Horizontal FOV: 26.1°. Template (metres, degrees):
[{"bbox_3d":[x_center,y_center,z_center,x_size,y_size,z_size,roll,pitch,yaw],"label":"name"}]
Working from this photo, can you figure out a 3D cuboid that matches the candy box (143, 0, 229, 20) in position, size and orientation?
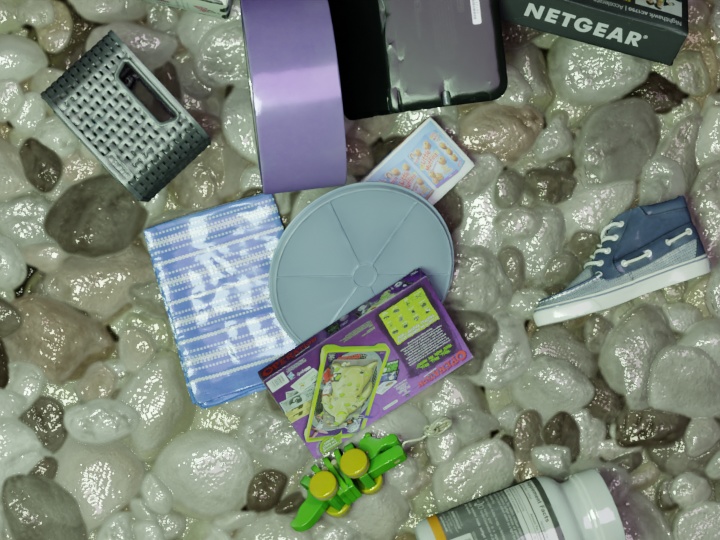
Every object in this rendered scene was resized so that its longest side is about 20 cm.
[{"bbox_3d":[-0.223,-0.306,1.549,0.200,0.136,0.061,13,92,-6],"label":"candy box"}]

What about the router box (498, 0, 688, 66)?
[{"bbox_3d":[0.233,-0.298,1.586,0.200,0.051,0.149,14,50,-6],"label":"router box"}]

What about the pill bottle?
[{"bbox_3d":[0.166,0.282,1.615,0.200,0.116,0.117,-19,94,-4],"label":"pill bottle"}]

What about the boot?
[{"bbox_3d":[0.264,-0.010,1.639,0.200,0.073,0.090,-18,87,-12],"label":"boot"}]

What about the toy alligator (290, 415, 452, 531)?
[{"bbox_3d":[0.002,0.198,1.631,0.200,0.059,0.054,-36,54,-2],"label":"toy alligator"}]

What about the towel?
[{"bbox_3d":[-0.133,0.032,1.627,0.145,0.024,0.200,-17,93,-4],"label":"towel"}]

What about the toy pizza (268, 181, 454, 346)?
[{"bbox_3d":[0.000,0.000,1.604,0.200,0.032,0.200,-7,115,-16],"label":"toy pizza"}]

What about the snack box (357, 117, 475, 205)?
[{"bbox_3d":[0.024,-0.068,1.634,0.200,0.024,0.072,-43,95,-2],"label":"snack box"}]

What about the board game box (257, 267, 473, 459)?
[{"bbox_3d":[0.007,0.098,1.615,0.200,0.032,0.120,-32,116,-3],"label":"board game box"}]

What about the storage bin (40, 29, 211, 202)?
[{"bbox_3d":[-0.226,-0.146,1.522,0.094,0.200,0.135,-43,95,-1],"label":"storage bin"}]

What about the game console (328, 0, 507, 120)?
[{"bbox_3d":[0.051,-0.261,1.568,0.176,0.116,0.200,-7,95,5],"label":"game console"}]

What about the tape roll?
[{"bbox_3d":[-0.067,-0.178,1.535,0.085,0.200,0.200,-8,93,-5],"label":"tape roll"}]
